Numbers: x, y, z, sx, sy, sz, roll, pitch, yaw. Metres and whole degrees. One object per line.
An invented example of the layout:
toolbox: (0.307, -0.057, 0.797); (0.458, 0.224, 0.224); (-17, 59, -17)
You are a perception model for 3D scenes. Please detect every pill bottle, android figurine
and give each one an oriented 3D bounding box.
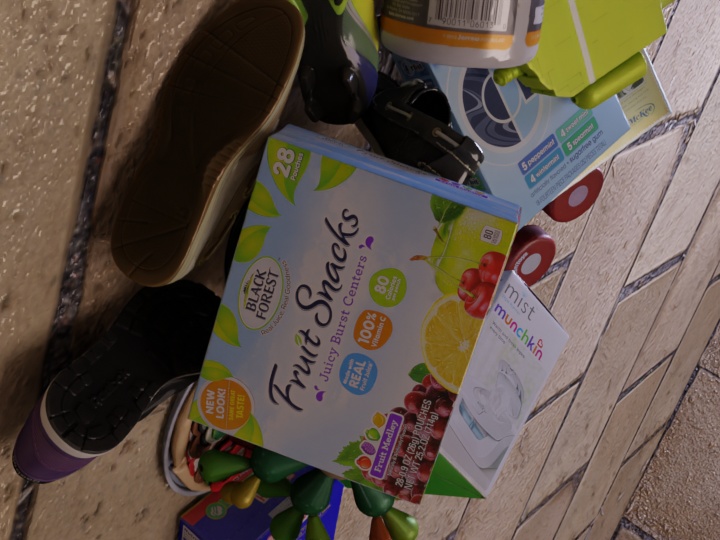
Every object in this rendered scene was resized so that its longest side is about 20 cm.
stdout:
pill bottle: (0.077, -0.248, 0.843); (0.116, 0.116, 0.202); (-23, 123, -53)
android figurine: (0.175, -0.216, 0.969); (0.199, 0.041, 0.183); (-35, 120, -20)

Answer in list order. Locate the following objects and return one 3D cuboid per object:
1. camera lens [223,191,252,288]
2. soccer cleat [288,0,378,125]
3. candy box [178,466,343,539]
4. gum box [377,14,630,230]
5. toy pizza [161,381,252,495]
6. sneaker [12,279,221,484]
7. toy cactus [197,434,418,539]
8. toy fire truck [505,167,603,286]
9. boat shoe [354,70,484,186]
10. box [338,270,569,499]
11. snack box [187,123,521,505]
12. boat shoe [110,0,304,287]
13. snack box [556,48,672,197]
camera lens: (0.000, 0.000, 0.947); (0.161, 0.159, 0.200); (-63, 159, 9)
soccer cleat: (-0.019, -0.193, 0.839); (0.201, 0.064, 0.084); (88, 11, -45)
candy box: (-0.099, 0.274, 1.184); (0.169, 0.077, 0.201); (-34, 147, -42)
gum box: (0.122, -0.158, 1.003); (0.170, 0.044, 0.201); (-39, 111, -29)
toy pizza: (-0.093, 0.113, 1.061); (0.200, 0.032, 0.201); (-44, 152, -30)
sneaker: (-0.168, 0.075, 0.855); (0.087, 0.076, 0.200); (-39, 180, 38)
toy cactus: (-0.026, 0.166, 1.010); (0.166, 0.199, 0.103); (-58, -173, 36)
toy fire truck: (0.123, -0.077, 1.166); (0.167, 0.112, 0.201); (7, 123, -46)
boat shoe: (0.041, -0.105, 0.897); (0.071, 0.200, 0.068); (28, 109, -24)
box: (0.060, 0.102, 1.098); (0.097, 0.199, 0.177); (45, 61, -24)
snack box: (-0.005, 0.028, 0.804); (0.068, 0.167, 0.202); (-55, 165, -74)
boat shoe: (-0.095, -0.083, 0.796); (0.201, 0.074, 0.066); (-59, 169, 3)
snack box: (0.177, -0.140, 1.096); (0.199, 0.037, 0.117); (-35, 111, -15)
